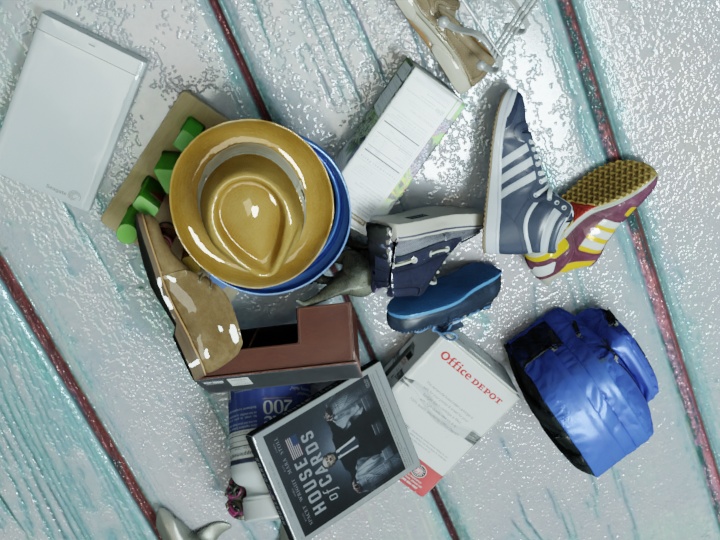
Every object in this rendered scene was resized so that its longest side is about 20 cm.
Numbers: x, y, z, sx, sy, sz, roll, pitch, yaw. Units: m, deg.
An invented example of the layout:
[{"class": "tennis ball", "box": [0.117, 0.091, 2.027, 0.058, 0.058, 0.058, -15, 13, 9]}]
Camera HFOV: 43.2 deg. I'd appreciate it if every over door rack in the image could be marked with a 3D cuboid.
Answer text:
[{"class": "over door rack", "box": [0.132, -0.344, 1.008, 0.149, 0.066, 0.201, -55, 130, -23]}]

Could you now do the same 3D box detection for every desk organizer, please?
[{"class": "desk organizer", "box": [-0.100, 0.095, 1.109, 0.196, 0.072, 0.078, -7, 70, 5]}]

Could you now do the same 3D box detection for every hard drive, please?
[{"class": "hard drive", "box": [-0.353, -0.188, 1.096, 0.130, 0.027, 0.202, 23, 108, -12]}]

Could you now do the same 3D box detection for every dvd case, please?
[{"class": "dvd case", "box": [-0.030, 0.224, 1.132, 0.198, 0.025, 0.152, -27, 100, -29]}]

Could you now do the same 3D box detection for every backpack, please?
[{"class": "backpack", "box": [0.292, 0.147, 1.177, 0.167, 0.200, 0.163, -38, 108, 10]}]

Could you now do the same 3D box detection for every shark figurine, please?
[{"class": "shark figurine", "box": [-0.197, 0.422, 1.306, 0.211, 0.090, 0.130, 10, 111, -6]}]

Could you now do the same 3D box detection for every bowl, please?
[{"class": "bowl", "box": [-0.109, -0.070, 1.061, 0.197, 0.040, 0.204, -3, 115, -6]}]

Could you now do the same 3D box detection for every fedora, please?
[{"class": "fedora", "box": [-0.118, -0.060, 0.996, 0.197, 0.082, 0.204, -3, 116, -6]}]

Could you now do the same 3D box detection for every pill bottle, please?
[{"class": "pill bottle", "box": [-0.114, 0.215, 1.170, 0.109, 0.111, 0.204, -4, 73, -3]}]

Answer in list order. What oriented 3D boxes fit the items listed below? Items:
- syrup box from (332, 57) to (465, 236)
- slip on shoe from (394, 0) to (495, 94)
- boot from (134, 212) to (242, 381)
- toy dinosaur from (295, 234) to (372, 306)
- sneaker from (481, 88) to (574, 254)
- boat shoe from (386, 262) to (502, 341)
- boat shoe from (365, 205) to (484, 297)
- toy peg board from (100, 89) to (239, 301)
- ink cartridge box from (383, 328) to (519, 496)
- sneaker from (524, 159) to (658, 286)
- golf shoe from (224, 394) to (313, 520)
[{"class": "syrup box", "box": [0.034, -0.150, 1.111, 0.081, 0.079, 0.201, 31, 105, -15]}, {"class": "slip on shoe", "box": [0.087, -0.300, 1.059, 0.060, 0.076, 0.201, -33, 113, 14]}, {"class": "boot", "box": [-0.202, 0.020, 1.057, 0.075, 0.074, 0.203, -25, 96, -14]}, {"class": "toy dinosaur", "box": [0.000, 0.000, 1.136, 0.101, 0.199, 0.078, 13, 105, 37]}, {"class": "sneaker", "box": [0.211, -0.117, 1.109, 0.107, 0.070, 0.204, 6, 92, 17]}, {"class": "boat shoe", "box": [0.115, 0.050, 1.149, 0.198, 0.084, 0.070, -16, 121, -35]}, {"class": "boat shoe", "box": [0.083, -0.025, 1.123, 0.198, 0.074, 0.094, -11, 108, -40]}, {"class": "toy peg board", "box": [-0.190, -0.074, 1.113, 0.198, 0.098, 0.201, 34, 105, -15]}, {"class": "ink cartridge box", "box": [0.094, 0.181, 1.237, 0.146, 0.083, 0.200, 39, 104, -16]}, {"class": "sneaker", "box": [0.299, -0.061, 1.176, 0.198, 0.075, 0.090, -32, 131, 5]}, {"class": "golf shoe", "box": [-0.107, 0.259, 1.269, 0.201, 0.072, 0.092, -54, 147, 4]}]
